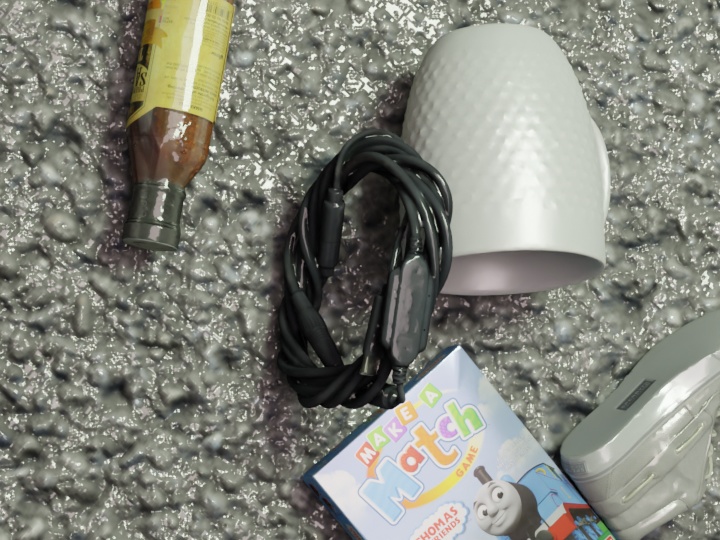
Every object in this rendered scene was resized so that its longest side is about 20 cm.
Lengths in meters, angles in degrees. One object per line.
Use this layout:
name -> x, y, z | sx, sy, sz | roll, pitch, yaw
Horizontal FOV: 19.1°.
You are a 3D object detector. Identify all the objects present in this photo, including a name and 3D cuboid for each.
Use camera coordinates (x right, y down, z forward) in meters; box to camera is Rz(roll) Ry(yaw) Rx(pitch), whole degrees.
sauce bottle -> -0.135, -0.115, 1.531 | 0.066, 0.066, 0.200 | 13, 79, -15
mug -> 0.118, -0.079, 1.574 | 0.200, 0.148, 0.176 | 11, 71, -45
boot -> 0.243, 0.118, 1.625 | 0.200, 0.074, 0.096 | -39, 112, -17
board game box -> 0.077, 0.180, 1.577 | 0.151, 0.037, 0.200 | -41, 95, -16
cable -> 0.000, 0.000, 1.513 | 0.051, 0.163, 0.200 | 10, 82, -34
